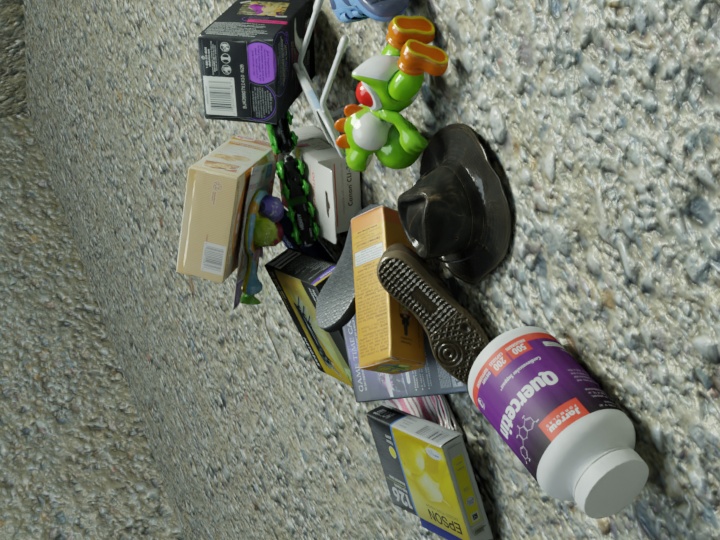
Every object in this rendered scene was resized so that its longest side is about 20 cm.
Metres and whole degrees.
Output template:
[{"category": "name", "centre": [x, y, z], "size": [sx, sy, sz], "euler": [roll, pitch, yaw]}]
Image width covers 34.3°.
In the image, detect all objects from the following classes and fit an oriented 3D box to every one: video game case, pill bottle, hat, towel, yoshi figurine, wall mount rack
[{"category": "video game case", "centre": [0.056, 0.093, 1.508], "size": [0.200, 0.019, 0.144], "euler": [-12, 88, 45]}, {"category": "pill bottle", "centre": [0.203, 0.155, 1.193], "size": [0.200, 0.112, 0.113], "euler": [51, 147, 44]}, {"category": "hat", "centre": [0.091, -0.071, 1.358], "size": [0.201, 0.081, 0.201], "euler": [44, 141, 52]}, {"category": "towel", "centre": [0.076, 0.211, 1.623], "size": [0.147, 0.030, 0.200], "euler": [64, 154, 27]}, {"category": "yoshi figurine", "centre": [0.050, -0.196, 1.389], "size": [0.112, 0.112, 0.200], "euler": [38, 132, 11]}, {"category": "wall mount rack", "centre": [-0.037, -0.242, 1.495], "size": [0.174, 0.074, 0.200], "euler": [65, 179, -41]}]

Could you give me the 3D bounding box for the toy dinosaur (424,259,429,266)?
[{"category": "toy dinosaur", "centre": [0.066, 0.053, 1.544], "size": [0.101, 0.058, 0.201], "euler": [22, 112, 41]}]

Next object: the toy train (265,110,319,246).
[{"category": "toy train", "centre": [-0.098, -0.131, 1.640], "size": [0.056, 0.042, 0.201], "euler": [179, 78, -77]}]

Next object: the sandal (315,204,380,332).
[{"category": "sandal", "centre": [0.001, 0.000, 1.537], "size": [0.076, 0.201, 0.043], "euler": [-12, 134, 43]}]

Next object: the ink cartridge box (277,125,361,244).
[{"category": "ink cartridge box", "centre": [-0.053, -0.125, 1.675], "size": [0.200, 0.067, 0.117], "euler": [-140, 41, -56]}]

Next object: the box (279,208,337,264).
[{"category": "box", "centre": [-0.086, -0.037, 1.767], "size": [0.200, 0.032, 0.121], "euler": [42, 169, 47]}]

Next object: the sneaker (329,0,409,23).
[{"category": "sneaker", "centre": [0.006, -0.336, 1.415], "size": [0.200, 0.074, 0.083], "euler": [-122, 26, -51]}]

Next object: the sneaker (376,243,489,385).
[{"category": "sneaker", "centre": [0.100, 0.046, 1.409], "size": [0.200, 0.070, 0.076], "euler": [52, -157, -9]}]

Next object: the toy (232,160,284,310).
[{"category": "toy", "centre": [-0.135, -0.047, 1.636], "size": [0.115, 0.047, 0.201], "euler": [-49, -28, -77]}]

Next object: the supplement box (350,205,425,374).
[{"category": "supplement box", "centre": [0.034, 0.026, 1.459], "size": [0.069, 0.066, 0.201], "euler": [-23, 63, 41]}]

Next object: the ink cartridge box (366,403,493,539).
[{"category": "ink cartridge box", "centre": [0.094, 0.291, 1.557], "size": [0.197, 0.047, 0.201], "euler": [10, 119, 60]}]

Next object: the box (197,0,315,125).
[{"category": "box", "centre": [-0.138, -0.293, 1.595], "size": [0.200, 0.106, 0.123], "euler": [-63, -23, -59]}]

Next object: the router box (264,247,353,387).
[{"category": "router box", "centre": [-0.044, 0.073, 1.683], "size": [0.157, 0.052, 0.201], "euler": [18, 140, 57]}]

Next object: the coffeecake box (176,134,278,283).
[{"category": "coffeecake box", "centre": [-0.185, -0.092, 1.651], "size": [0.200, 0.073, 0.154], "euler": [-57, -21, -67]}]
